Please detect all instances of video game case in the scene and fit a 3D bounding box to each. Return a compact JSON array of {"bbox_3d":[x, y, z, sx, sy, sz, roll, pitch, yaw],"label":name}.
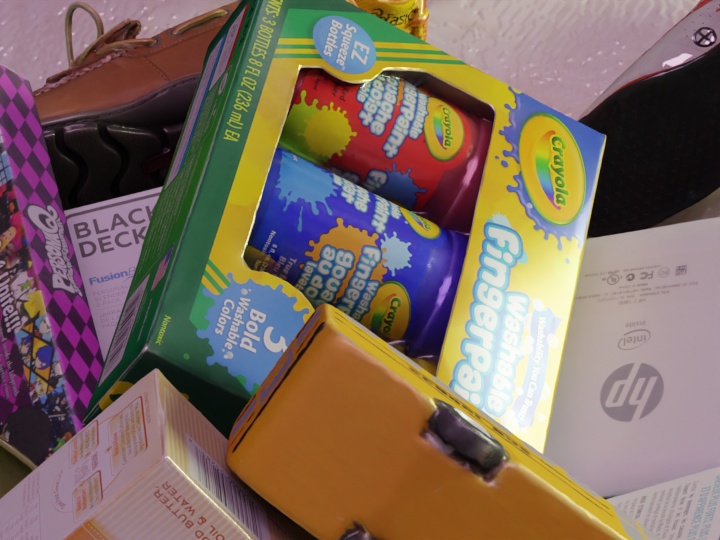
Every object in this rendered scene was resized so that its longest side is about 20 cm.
[{"bbox_3d":[-0.192,0.038,0.972,0.181,0.036,0.201,-34,56,23],"label":"video game case"}]

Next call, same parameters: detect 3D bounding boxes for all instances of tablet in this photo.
[{"bbox_3d":[0.117,0.036,0.972,0.199,0.014,0.131,-10,53,24],"label":"tablet"}]

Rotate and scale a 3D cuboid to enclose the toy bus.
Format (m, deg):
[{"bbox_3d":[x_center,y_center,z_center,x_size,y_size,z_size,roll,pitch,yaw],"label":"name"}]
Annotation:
[{"bbox_3d":[0.050,0.097,0.812,0.200,0.078,0.065,35,94,-6],"label":"toy bus"}]

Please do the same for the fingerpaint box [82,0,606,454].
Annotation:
[{"bbox_3d":[0.000,0.000,0.933,0.166,0.073,0.201,26,53,-14],"label":"fingerpaint box"}]

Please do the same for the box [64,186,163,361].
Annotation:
[{"bbox_3d":[-0.057,0.057,0.997,0.116,0.060,0.201,-13,59,-7],"label":"box"}]

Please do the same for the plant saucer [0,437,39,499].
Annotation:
[{"bbox_3d":[-0.180,0.135,0.900,0.199,0.201,0.031,11,22,8],"label":"plant saucer"}]

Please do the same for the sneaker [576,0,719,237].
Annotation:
[{"bbox_3d":[0.170,-0.097,1.088,0.067,0.108,0.201,45,103,-5],"label":"sneaker"}]

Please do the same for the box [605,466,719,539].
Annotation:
[{"bbox_3d":[0.165,0.106,0.876,0.199,0.049,0.082,-19,18,25],"label":"box"}]

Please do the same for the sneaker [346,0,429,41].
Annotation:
[{"bbox_3d":[-0.001,-0.095,1.031,0.073,0.077,0.201,-14,103,-17],"label":"sneaker"}]

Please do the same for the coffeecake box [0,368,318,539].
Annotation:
[{"bbox_3d":[-0.095,0.161,0.833,0.200,0.154,0.073,-40,22,10],"label":"coffeecake box"}]

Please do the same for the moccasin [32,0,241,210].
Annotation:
[{"bbox_3d":[-0.104,-0.084,1.079,0.201,0.074,0.078,-25,54,-11],"label":"moccasin"}]
